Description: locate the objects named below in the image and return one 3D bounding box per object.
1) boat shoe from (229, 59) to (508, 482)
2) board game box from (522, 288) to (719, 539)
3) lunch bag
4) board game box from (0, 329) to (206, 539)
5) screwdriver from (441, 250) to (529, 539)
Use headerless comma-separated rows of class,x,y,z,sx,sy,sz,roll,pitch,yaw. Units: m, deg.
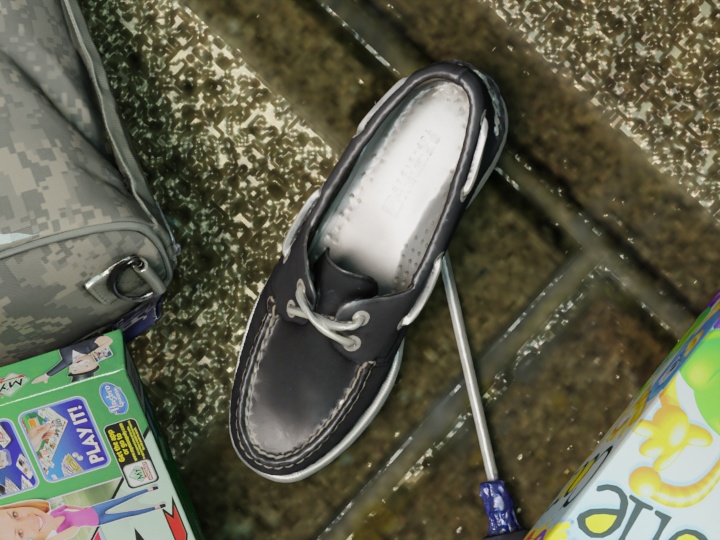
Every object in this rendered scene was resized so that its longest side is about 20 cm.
boat shoe,0.000,0.000,1.171,0.074,0.060,0.201,33,93,9
board game box,0.151,0.091,1.128,0.105,0.103,0.200,38,83,2
lunch bag,-0.178,-0.049,1.125,0.167,0.139,0.201,-24,66,8
board game box,-0.131,0.128,1.142,0.134,0.029,0.201,-17,124,3
screwdriver,0.051,0.076,1.189,0.029,0.028,0.202,-15,87,-25
